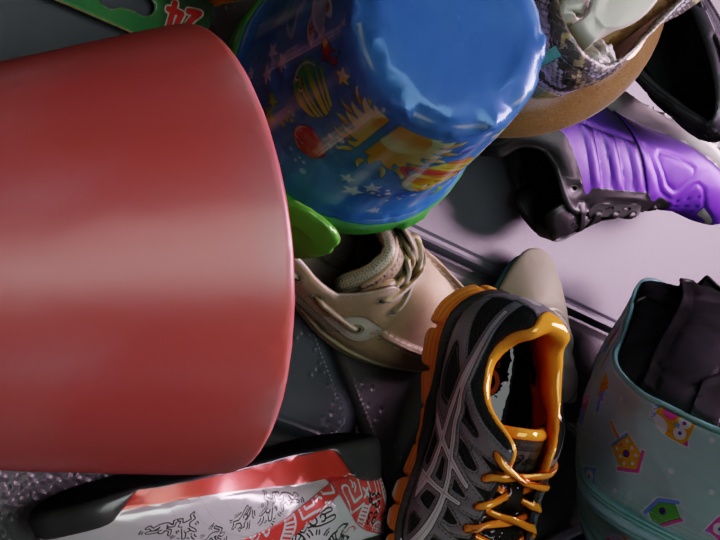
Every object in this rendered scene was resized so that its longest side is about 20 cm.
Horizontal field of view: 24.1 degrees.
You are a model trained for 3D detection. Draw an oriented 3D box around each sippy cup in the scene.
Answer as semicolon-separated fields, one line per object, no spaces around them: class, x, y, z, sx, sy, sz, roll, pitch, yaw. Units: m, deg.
sippy cup;0.017;-0.095;0.790;0.139;0.130;0.179;0;80;-23

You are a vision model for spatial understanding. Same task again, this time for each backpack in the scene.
backpack;0.204;0.102;0.947;0.200;0.175;0.154;-37;149;-73

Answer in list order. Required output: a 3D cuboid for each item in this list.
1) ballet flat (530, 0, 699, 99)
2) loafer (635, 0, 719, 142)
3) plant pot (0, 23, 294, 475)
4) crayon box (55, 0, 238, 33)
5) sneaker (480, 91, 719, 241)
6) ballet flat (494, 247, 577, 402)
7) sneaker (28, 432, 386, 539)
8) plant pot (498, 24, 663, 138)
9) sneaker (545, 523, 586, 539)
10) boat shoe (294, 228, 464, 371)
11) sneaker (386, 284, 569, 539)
ballet flat;0.152;-0.159;0.869;0.200;0.072;0.072;-44;114;-25
loafer;0.160;-0.162;0.968;0.201;0.068;0.070;57;24;12
plant pot;-0.147;-0.002;0.721;0.176;0.200;0.202;-5;93;-26
crayon box;-0.093;-0.219;0.834;0.126;0.051;0.201;19;79;-36
sneaker;0.139;-0.057;1.003;0.199;0.069;0.100;29;80;-29
ballet flat;0.089;0.082;0.959;0.069;0.069;0.201;33;72;-32
sneaker;-0.066;0.149;0.844;0.200;0.067;0.109;-7;92;-39
plant pot;0.075;-0.171;0.912;0.198;0.027;0.202;2;75;-8
sneaker;0.120;0.208;0.957;0.199;0.108;0.071;-25;105;-34
boat shoe;0.000;0.000;0.894;0.199;0.065;0.073;33;71;-32
sneaker;0.066;0.107;0.871;0.078;0.077;0.202;5;86;-30
